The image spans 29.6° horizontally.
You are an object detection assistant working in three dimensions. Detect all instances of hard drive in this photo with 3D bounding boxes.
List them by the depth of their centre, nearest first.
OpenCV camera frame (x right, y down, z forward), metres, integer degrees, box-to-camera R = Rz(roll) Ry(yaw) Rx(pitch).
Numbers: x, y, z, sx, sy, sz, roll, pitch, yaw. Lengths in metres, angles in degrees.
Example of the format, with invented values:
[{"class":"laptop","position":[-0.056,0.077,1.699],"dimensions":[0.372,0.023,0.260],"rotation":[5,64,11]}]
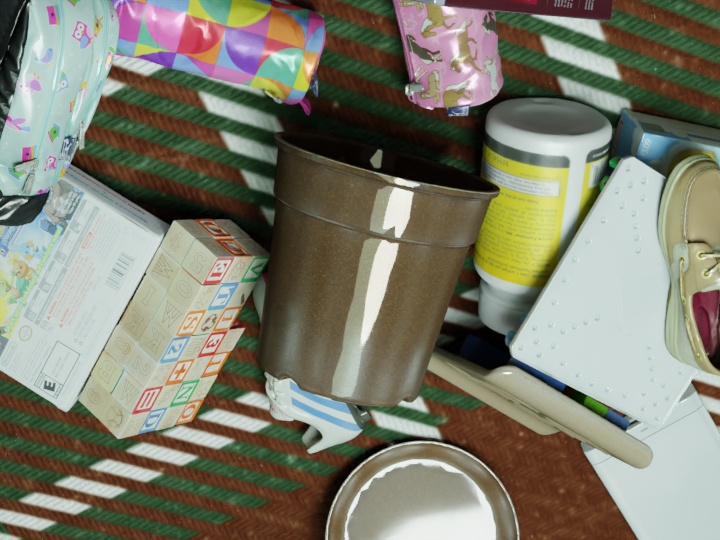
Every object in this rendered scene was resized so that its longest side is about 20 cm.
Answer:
[{"class":"hard drive","position":[0.335,0.227,1.443],"dimensions":[0.131,0.027,0.201],"rotation":[-30,115,9]}]

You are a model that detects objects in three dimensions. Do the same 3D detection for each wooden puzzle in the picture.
[{"class":"wooden puzzle","position":[0.165,0.116,1.294],"dimensions":[0.184,0.200,0.047],"rotation":[30,82,-19]}]

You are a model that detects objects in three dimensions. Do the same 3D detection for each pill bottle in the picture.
[{"class":"pill bottle","position":[0.162,-0.046,1.245],"dimensions":[0.113,0.115,0.202],"rotation":[0,115,-6]}]

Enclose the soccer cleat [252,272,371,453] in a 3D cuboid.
[{"class":"soccer cleat","position":[-0.065,0.096,1.312],"dimensions":[0.086,0.070,0.201],"rotation":[-29,116,4]}]

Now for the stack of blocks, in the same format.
[{"class":"stack of blocks","position":[-0.163,0.051,1.251],"dimensions":[0.058,0.115,0.201],"rotation":[38,110,22]}]

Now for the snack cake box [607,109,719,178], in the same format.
[{"class":"snack cake box","position":[0.277,-0.039,1.285],"dimensions":[0.114,0.067,0.202],"rotation":[9,114,-13]}]

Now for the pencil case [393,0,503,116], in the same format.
[{"class":"pencil case","position":[0.065,-0.236,1.163],"dimensions":[0.082,0.087,0.202],"rotation":[4,121,32]}]

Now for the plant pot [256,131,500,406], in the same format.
[{"class":"plant pot","position":[0.000,0.000,1.180],"dimensions":[0.198,0.200,0.200],"rotation":[12,101,-12]}]

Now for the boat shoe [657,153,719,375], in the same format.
[{"class":"boat shoe","position":[0.308,-0.002,1.190],"dimensions":[0.073,0.066,0.202],"rotation":[-18,116,-17]}]

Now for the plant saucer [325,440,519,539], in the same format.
[{"class":"plant saucer","position":[0.062,0.276,1.393],"dimensions":[0.198,0.032,0.202],"rotation":[0,84,-3]}]

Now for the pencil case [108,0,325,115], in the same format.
[{"class":"pencil case","position":[-0.124,-0.200,1.159],"dimensions":[0.198,0.089,0.089],"rotation":[16,113,-11]}]

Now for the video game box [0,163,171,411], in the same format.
[{"class":"video game box","position":[-0.294,-0.001,1.231],"dimensions":[0.181,0.047,0.201],"rotation":[31,109,-3]}]

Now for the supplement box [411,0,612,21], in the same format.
[{"class":"supplement box","position":[0.125,-0.266,1.108],"dimensions":[0.199,0.061,0.110],"rotation":[-2,106,-36]}]

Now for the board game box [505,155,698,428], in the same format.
[{"class":"board game box","position":[0.250,0.022,1.228],"dimensions":[0.199,0.026,0.201],"rotation":[27,98,-29]}]

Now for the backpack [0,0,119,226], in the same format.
[{"class":"backpack","position":[-0.284,-0.156,1.095],"dimensions":[0.126,0.167,0.201],"rotation":[-4,125,-54]}]
